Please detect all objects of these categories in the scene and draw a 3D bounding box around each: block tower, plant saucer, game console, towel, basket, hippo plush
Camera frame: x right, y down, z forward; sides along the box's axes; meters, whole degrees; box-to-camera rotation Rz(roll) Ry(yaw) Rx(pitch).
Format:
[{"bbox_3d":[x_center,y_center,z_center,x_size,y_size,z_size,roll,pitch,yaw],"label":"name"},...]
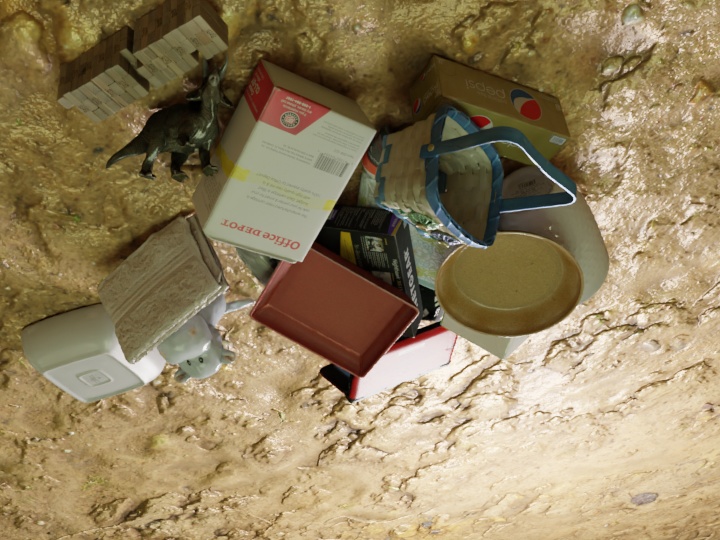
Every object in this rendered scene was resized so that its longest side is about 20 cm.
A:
[{"bbox_3d":[-0.237,-0.231,0.962,0.197,0.055,0.058,-22,143,20],"label":"block tower"},{"bbox_3d":[-0.038,0.050,1.253,0.198,0.037,0.200,28,137,-7],"label":"plant saucer"},{"bbox_3d":[0.045,0.125,1.457,0.197,0.119,0.174,-19,143,-24],"label":"game console"},{"bbox_3d":[0.198,0.011,1.185,0.196,0.036,0.202,4,136,4],"label":"plant saucer"},{"bbox_3d":[-0.278,0.024,1.230,0.199,0.134,0.034,-39,154,17],"label":"towel"},{"bbox_3d":[0.130,-0.104,1.019,0.198,0.142,0.175,-11,153,37],"label":"basket"},{"bbox_3d":[0.086,-0.053,1.236,0.197,0.049,0.172,22,142,8],"label":"towel"},{"bbox_3d":[-0.268,0.087,1.322,0.157,0.163,0.200,-17,145,13],"label":"hippo plush"}]

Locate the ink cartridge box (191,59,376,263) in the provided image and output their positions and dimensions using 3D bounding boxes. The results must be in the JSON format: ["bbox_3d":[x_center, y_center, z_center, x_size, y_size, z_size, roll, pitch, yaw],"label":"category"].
[{"bbox_3d":[-0.096,-0.126,1.062,0.143,0.084,0.202,17,117,-33],"label":"ink cartridge box"}]

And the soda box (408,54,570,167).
[{"bbox_3d":[0.159,-0.193,1.088,0.197,0.069,0.064,12,142,-28],"label":"soda box"}]

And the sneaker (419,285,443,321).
[{"bbox_3d":[0.091,0.024,1.385,0.110,0.074,0.201,-2,147,-11],"label":"sneaker"}]

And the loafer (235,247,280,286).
[{"bbox_3d":[-0.127,-0.008,1.311,0.069,0.071,0.200,19,160,26],"label":"loafer"}]

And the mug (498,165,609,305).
[{"bbox_3d":[0.235,-0.051,1.254,0.197,0.149,0.176,-7,138,29],"label":"mug"}]

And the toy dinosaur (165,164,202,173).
[{"bbox_3d":[-0.145,-0.101,1.150,0.106,0.060,0.200,-45,111,5],"label":"toy dinosaur"}]

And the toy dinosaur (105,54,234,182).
[{"bbox_3d":[-0.215,-0.161,1.043,0.198,0.104,0.077,-23,145,32],"label":"toy dinosaur"}]

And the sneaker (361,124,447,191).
[{"bbox_3d":[0.104,-0.145,1.145,0.196,0.078,0.083,4,137,-19],"label":"sneaker"}]

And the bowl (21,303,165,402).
[{"bbox_3d":[-0.435,0.146,1.454,0.196,0.076,0.201,-17,144,11],"label":"bowl"}]

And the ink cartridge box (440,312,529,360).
[{"bbox_3d":[0.224,0.047,1.360,0.199,0.116,0.068,-30,142,-50],"label":"ink cartridge box"}]

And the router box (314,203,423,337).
[{"bbox_3d":[0.000,0.000,1.259,0.155,0.053,0.202,8,136,21],"label":"router box"}]
